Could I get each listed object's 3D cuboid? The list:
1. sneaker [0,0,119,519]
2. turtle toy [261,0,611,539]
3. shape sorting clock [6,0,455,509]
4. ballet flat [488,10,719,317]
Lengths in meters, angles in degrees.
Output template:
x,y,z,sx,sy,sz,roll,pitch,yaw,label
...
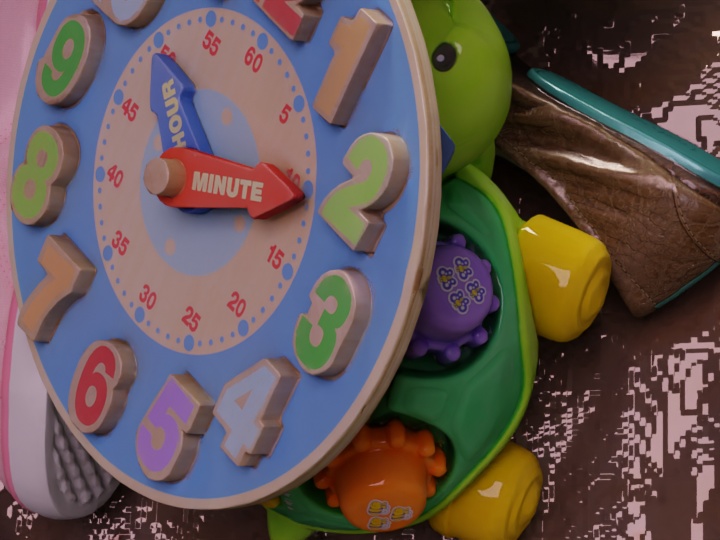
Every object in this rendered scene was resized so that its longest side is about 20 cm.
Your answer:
x,y,z,sx,sy,sz,roll,pitch,yaw,label
-0.129,-0.010,0.970,0.104,0.075,0.202,-5,76,25,sneaker
0.000,0.000,0.889,0.145,0.101,0.201,22,104,20,turtle toy
-0.049,-0.027,0.841,0.199,0.039,0.201,-7,80,44,shape sorting clock
0.042,-0.052,0.948,0.200,0.068,0.073,37,104,18,ballet flat
